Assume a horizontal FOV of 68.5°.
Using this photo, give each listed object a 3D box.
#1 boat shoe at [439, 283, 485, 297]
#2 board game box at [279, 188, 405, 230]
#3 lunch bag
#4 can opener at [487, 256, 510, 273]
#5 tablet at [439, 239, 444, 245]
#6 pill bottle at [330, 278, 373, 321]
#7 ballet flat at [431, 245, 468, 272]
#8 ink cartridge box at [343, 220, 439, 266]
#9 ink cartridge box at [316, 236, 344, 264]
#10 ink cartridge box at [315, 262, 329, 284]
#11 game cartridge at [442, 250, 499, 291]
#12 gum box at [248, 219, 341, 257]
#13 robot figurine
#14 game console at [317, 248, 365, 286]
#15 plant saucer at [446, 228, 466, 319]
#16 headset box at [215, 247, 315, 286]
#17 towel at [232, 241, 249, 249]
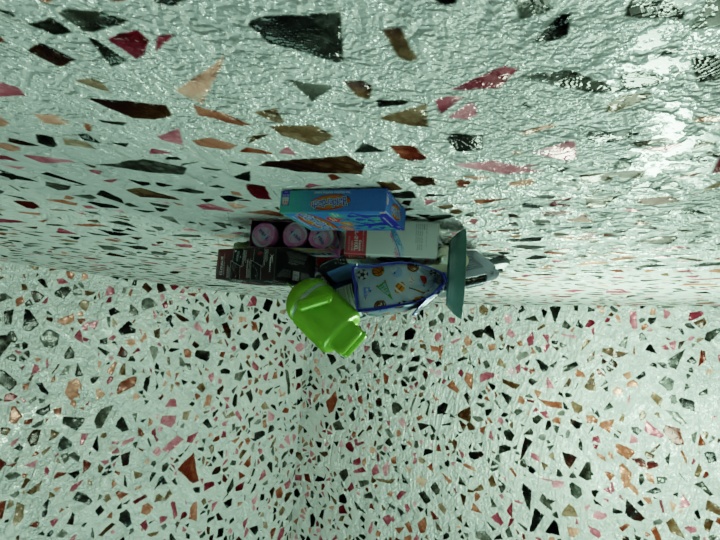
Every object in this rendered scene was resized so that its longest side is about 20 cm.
[{"bbox_3d":[0.248,0.024,1.438,0.199,0.071,0.070,-14,-170,-11],"label":"boat shoe"},{"bbox_3d":[-0.029,-0.111,0.988,0.199,0.045,0.152,2,172,18],"label":"board game box"},{"bbox_3d":[0.093,0.042,1.184,0.199,0.124,0.170,-9,173,6],"label":"lunch bag"},{"bbox_3d":[0.328,-0.029,1.491,0.199,0.053,0.067,7,139,-24],"label":"can opener"},{"bbox_3d":[0.157,-0.064,1.382,0.130,0.014,0.200,1,173,17],"label":"tablet"},{"bbox_3d":[-0.022,0.078,1.339,0.199,0.111,0.111,-20,167,13],"label":"pill bottle"},{"bbox_3d":[0.177,-0.035,1.309,0.199,0.070,0.069,0,173,-6],"label":"ballet flat"},{"bbox_3d":[0.068,-0.060,1.178,0.199,0.083,0.146,3,172,3],"label":"ink cartridge box"},{"bbox_3d":[-0.040,-0.045,1.401,0.199,0.068,0.116,7,171,-23],"label":"ink cartridge box"},{"bbox_3d":[-0.159,-0.015,1.435,0.198,0.043,0.200,33,-173,36],"label":"ink cartridge box"},{"bbox_3d":[0.239,-0.002,1.369,0.199,0.041,0.133,-11,-144,-17],"label":"game cartridge"},{"bbox_3d":[-0.143,-0.073,1.233,0.199,0.066,0.113,2,173,12],"label":"gum box"},{"bbox_3d":[-0.082,0.098,1.155,0.200,0.116,0.175,41,179,22],"label":"robot figurine"},{"bbox_3d":[0.000,0.000,1.352,0.176,0.031,0.200,-17,147,14],"label":"game console"},{"bbox_3d":[0.211,0.007,1.171,0.036,0.201,0.200,2,172,8],"label":"plant saucer"},{"bbox_3d":[-0.228,-0.006,1.236,0.199,0.075,0.148,0,173,32],"label":"headset box"},{"bbox_3d":[-0.261,-0.031,1.466,0.148,0.037,0.200,29,-176,9],"label":"towel"}]
